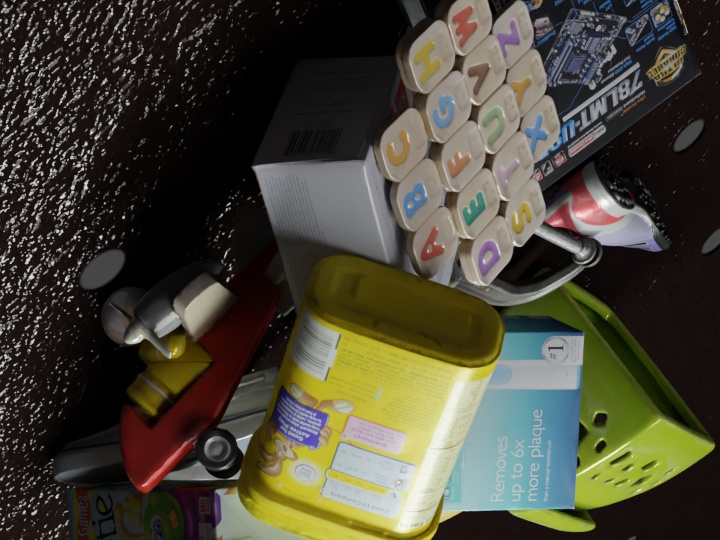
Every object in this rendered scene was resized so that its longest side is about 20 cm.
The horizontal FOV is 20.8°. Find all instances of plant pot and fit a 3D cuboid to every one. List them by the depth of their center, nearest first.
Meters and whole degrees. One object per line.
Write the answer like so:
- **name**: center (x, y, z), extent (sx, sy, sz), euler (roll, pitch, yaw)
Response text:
- **plant pot**: center (0.201, 0.141, 1.933), extent (0.181, 0.200, 0.199), euler (-41, 154, 12)

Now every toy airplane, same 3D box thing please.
- **toy airplane**: center (-0.121, 0.041, 1.452), extent (0.199, 0.141, 0.200), euler (-59, 171, -55)

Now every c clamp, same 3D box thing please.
- **c clamp**: center (0.151, -0.020, 1.753), extent (0.171, 0.027, 0.200), euler (-30, 151, 20)

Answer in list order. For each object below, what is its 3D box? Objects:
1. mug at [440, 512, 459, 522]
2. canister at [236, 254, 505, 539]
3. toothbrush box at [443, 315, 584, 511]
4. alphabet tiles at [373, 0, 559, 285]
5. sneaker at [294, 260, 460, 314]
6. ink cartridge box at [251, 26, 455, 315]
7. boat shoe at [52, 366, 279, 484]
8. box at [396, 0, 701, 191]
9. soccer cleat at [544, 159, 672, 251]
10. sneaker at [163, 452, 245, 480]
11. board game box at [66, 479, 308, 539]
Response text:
- **mug**: center (0.024, 0.132, 1.725), extent (0.153, 0.150, 0.187), euler (-27, -166, -11)
- **canister**: center (0.007, 0.097, 1.371), extent (0.087, 0.148, 0.200), euler (-72, -179, -51)
- **toothbrush box**: center (0.069, 0.112, 1.566), extent (0.200, 0.085, 0.147), euler (2, 97, -14)
- **alphabet tiles**: center (0.081, -0.094, 1.382), extent (0.196, 0.015, 0.200), euler (-45, 129, -37)
- **sneaker**: center (0.000, 0.000, 1.622), extent (0.105, 0.076, 0.200), euler (-33, 157, 23)
- **ink cartridge box**: center (0.004, -0.049, 1.423), extent (0.176, 0.084, 0.200), euler (-71, 153, -49)
- **boat shoe**: center (-0.152, 0.124, 1.583), extent (0.200, 0.065, 0.074), euler (-11, 162, -13)
- **box**: center (0.144, -0.180, 1.471), extent (0.200, 0.050, 0.199), euler (-36, 124, -14)
- **soccer cleat**: center (0.234, -0.051, 1.852), extent (0.073, 0.068, 0.200), euler (-30, 157, 19)
- **sneaker**: center (-0.129, 0.163, 1.664), extent (0.200, 0.075, 0.088), euler (-32, 166, 13)
- **board game box**: center (-0.129, 0.214, 1.514), extent (0.105, 0.103, 0.200), euler (-1, 175, -41)
